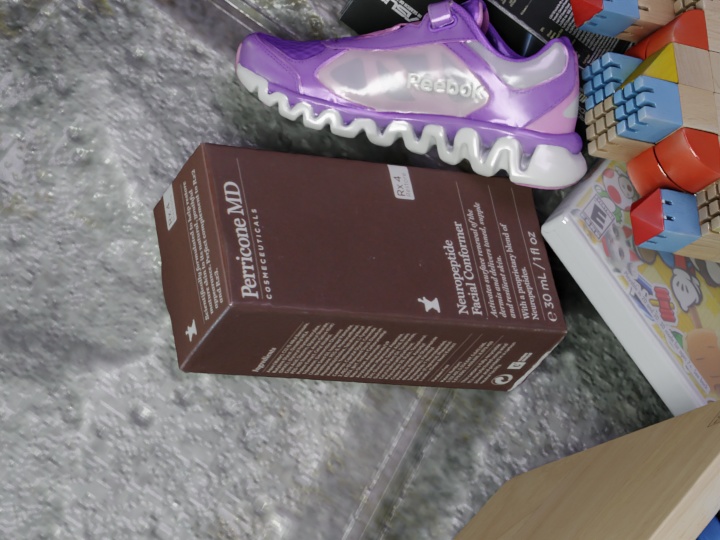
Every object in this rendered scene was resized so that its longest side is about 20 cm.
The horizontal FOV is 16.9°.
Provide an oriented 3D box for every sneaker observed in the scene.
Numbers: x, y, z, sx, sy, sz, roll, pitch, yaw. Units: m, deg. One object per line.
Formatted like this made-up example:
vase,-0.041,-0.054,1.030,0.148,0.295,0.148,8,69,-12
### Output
sneaker,0.032,-0.108,1.304,0.200,0.089,0.080,14,14,10

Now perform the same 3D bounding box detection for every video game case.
video game case,0.198,0.010,1.358,0.200,0.023,0.182,53,40,-9

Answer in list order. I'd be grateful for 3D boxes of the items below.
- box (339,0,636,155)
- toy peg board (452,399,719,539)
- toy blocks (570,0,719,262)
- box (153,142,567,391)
box,0.108,-0.178,1.437,0.164,0.086,0.200,37,48,-4
toy peg board,0.111,0.167,1.141,0.098,0.199,0.200,55,48,-8
toy blocks,0.183,-0.086,1.320,0.136,0.100,0.201,9,65,-31
box,0.000,0.000,1.262,0.199,0.075,0.100,3,58,-27
